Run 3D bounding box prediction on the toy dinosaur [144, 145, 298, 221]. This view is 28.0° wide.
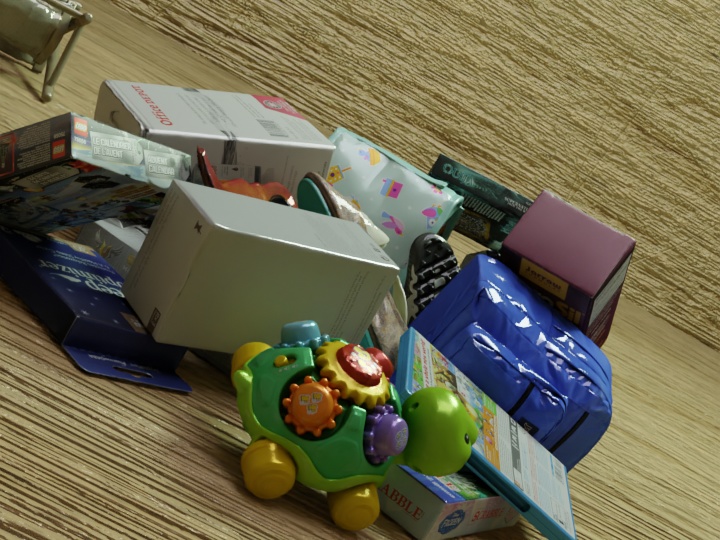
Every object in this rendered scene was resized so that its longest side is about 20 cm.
[{"bbox_3d":[-0.097,-0.048,1.282,0.105,0.200,0.181,47,45,5],"label":"toy dinosaur"}]

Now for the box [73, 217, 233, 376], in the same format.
[{"bbox_3d":[-0.149,0.022,1.322,0.200,0.048,0.158,33,10,14],"label":"box"}]

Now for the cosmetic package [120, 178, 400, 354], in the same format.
[{"bbox_3d":[-0.080,0.007,1.180,0.199,0.113,0.081,15,22,-40],"label":"cosmetic package"}]

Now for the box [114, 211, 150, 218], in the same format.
[{"bbox_3d":[-0.204,-0.048,1.539,0.110,0.035,0.200,36,11,29],"label":"box"}]

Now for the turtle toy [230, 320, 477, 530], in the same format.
[{"bbox_3d":[-0.006,0.108,1.073,0.199,0.101,0.146,25,29,-27],"label":"turtle toy"}]

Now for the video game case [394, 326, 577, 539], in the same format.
[{"bbox_3d":[0.108,0.144,1.252,0.200,0.018,0.143,43,17,-11],"label":"video game case"}]

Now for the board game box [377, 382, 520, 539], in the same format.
[{"bbox_3d":[0.029,0.151,1.234,0.200,0.041,0.199,36,11,24],"label":"board game box"}]

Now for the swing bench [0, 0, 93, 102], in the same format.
[{"bbox_3d":[-0.477,-0.342,1.905,0.198,0.130,0.200,26,11,-24],"label":"swing bench"}]

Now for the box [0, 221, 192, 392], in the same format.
[{"bbox_3d":[-0.219,0.026,1.154,0.121,0.032,0.200,19,16,-49],"label":"box"}]

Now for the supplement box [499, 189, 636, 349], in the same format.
[{"bbox_3d":[0.205,0.024,1.501,0.110,0.086,0.200,32,-27,19],"label":"supplement box"}]

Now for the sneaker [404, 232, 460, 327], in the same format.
[{"bbox_3d":[0.064,0.050,1.523,0.066,0.201,0.090,-25,29,-30],"label":"sneaker"}]

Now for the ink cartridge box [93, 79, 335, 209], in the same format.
[{"bbox_3d":[-0.148,-0.118,1.410,0.199,0.085,0.146,4,24,-30],"label":"ink cartridge box"}]

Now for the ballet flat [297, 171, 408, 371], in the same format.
[{"bbox_3d":[0.000,0.000,1.335,0.067,0.201,0.068,-16,-5,-31],"label":"ballet flat"}]

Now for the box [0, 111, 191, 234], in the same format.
[{"bbox_3d":[-0.255,-0.071,1.158,0.199,0.040,0.137,-11,-15,32],"label":"box"}]

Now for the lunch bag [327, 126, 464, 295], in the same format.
[{"bbox_3d":[-0.002,-0.037,1.581,0.170,0.200,0.122,32,3,14],"label":"lunch bag"}]

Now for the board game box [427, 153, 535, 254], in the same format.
[{"bbox_3d":[0.132,-0.072,1.667,0.135,0.028,0.200,27,-10,-1],"label":"board game box"}]

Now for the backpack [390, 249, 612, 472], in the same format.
[{"bbox_3d":[0.143,0.119,1.410,0.200,0.163,0.168,37,29,-14],"label":"backpack"}]

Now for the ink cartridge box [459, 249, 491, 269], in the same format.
[{"bbox_3d":[0.169,0.071,1.727,0.144,0.146,0.200,31,9,11],"label":"ink cartridge box"}]

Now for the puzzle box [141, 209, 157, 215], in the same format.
[{"bbox_3d":[-0.221,-0.088,1.510,0.200,0.025,0.133,23,13,-39],"label":"puzzle box"}]
